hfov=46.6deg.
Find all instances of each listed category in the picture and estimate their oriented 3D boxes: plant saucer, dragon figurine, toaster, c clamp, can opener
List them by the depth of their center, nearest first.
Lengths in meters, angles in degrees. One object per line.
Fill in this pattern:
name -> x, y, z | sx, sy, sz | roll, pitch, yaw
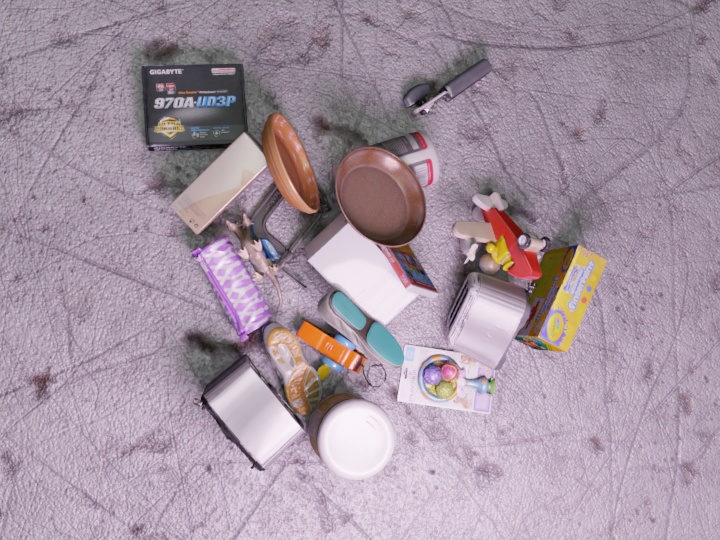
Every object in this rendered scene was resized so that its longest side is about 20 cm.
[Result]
toaster -> -0.204, 0.261, 1.550 | 0.118, 0.200, 0.181 | -41, 94, -6
plant saucer -> 0.033, -0.133, 1.561 | 0.198, 0.037, 0.203 | 12, 66, -27
plant saucer -> -0.136, -0.200, 1.586 | 0.037, 0.200, 0.202 | -20, 91, 12
dragon figurine -> -0.195, -0.026, 1.626 | 0.058, 0.100, 0.201 | -32, 109, 6
toaster -> 0.253, 0.091, 1.665 | 0.128, 0.114, 0.202 | 21, 117, -4
c clamp -> -0.130, -0.091, 1.675 | 0.170, 0.027, 0.201 | 32, 83, -2
can opener -> 0.178, -0.388, 1.735 | 0.199, 0.053, 0.067 | -36, 94, -12

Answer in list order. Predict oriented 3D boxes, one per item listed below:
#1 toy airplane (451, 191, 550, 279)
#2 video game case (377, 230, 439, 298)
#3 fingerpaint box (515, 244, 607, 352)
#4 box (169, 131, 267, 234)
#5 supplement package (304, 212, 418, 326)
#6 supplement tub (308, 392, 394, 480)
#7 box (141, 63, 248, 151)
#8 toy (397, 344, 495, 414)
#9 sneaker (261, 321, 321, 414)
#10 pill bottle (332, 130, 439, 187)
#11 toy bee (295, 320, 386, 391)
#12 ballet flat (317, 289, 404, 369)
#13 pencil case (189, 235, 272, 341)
toy airplane -> 0.278, -0.061, 1.691 | 0.198, 0.199, 0.142 | 30, 117, 1
video game case -> 0.072, -0.039, 1.620 | 0.017, 0.143, 0.201 | -37, 68, 17
fingerpaint box -> 0.397, 0.059, 1.691 | 0.073, 0.167, 0.202 | 27, 81, -8
box -> -0.262, -0.169, 1.595 | 0.200, 0.095, 0.078 | -43, 98, 5
supplement package -> 0.000, 0.000, 1.620 | 0.117, 0.117, 0.200 | -41, 105, 4
supplement tub -> -0.022, 0.307, 1.578 | 0.142, 0.200, 0.147 | 1, 86, -10
box -> -0.323, -0.320, 1.638 | 0.197, 0.046, 0.161 | -3, 88, -11
toy -> 0.182, 0.222, 1.700 | 0.197, 0.047, 0.117 | 10, 83, -10
sneaker -> -0.135, 0.185, 1.633 | 0.075, 0.088, 0.202 | -24, 115, -15
pill bottle -> 0.049, -0.200, 1.669 | 0.198, 0.111, 0.112 | -18, 90, -12
toy bee -> -0.034, 0.174, 1.647 | 0.130, 0.109, 0.201 | -38, 72, 5
ballet flat -> 0.000, 0.115, 1.568 | 0.200, 0.064, 0.068 | 44, 49, -12
pencil case -> -0.248, 0.030, 1.609 | 0.083, 0.085, 0.201 | -31, 93, 29
